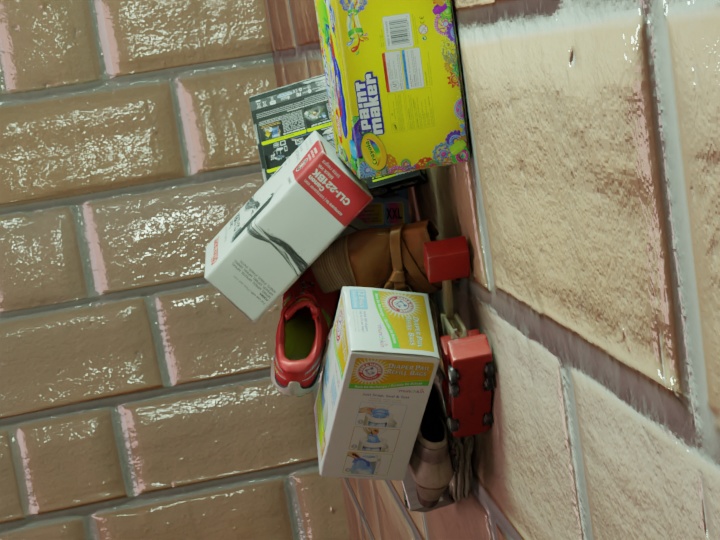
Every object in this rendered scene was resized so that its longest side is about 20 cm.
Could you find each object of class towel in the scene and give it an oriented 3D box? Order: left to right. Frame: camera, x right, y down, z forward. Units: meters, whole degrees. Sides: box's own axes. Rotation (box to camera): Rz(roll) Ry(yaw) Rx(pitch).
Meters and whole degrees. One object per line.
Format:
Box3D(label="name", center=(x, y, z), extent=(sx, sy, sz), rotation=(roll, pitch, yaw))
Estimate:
Box3D(label="towel", center=(0.110, 0.183, 1.702), extent=(0.133, 0.034, 0.201), rotation=(89, 170, -46))

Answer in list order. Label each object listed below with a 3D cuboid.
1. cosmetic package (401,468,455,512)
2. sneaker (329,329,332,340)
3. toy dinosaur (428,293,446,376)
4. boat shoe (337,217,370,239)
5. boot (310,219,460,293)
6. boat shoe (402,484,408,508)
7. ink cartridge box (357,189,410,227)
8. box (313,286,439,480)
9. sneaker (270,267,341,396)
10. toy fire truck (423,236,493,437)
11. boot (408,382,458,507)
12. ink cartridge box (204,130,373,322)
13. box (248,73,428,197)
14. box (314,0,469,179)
Box3D(label="cosmetic package", center=(0.087, 0.276, 1.769), extent=(0.200, 0.050, 0.083), rotation=(51, -159, -77))
Box3D(label="sneaker", center=(-0.008, 0.086, 1.720), extent=(0.078, 0.099, 0.201), rotation=(98, 163, -47))
Box3D(label="toy dinosaur", center=(0.090, 0.082, 1.620), extent=(0.101, 0.058, 0.201), rotation=(101, 158, -68))
Box3D(label="boat shoe", center=(0.000, 0.000, 1.658), extent=(0.200, 0.072, 0.066), rotation=(44, -142, -28))
Box3D(label="boot", center=(0.048, 0.027, 1.563), extent=(0.074, 0.154, 0.200), rotation=(-87, -28, -42))
Box3D(label="boat shoe", center=(0.070, 0.256, 1.981), extent=(0.074, 0.068, 0.201), rotation=(109, 151, -75))
Box3D(label="ink cartridge box", center=(-0.010, -0.141, 1.725), extent=(0.076, 0.135, 0.202), rotation=(108, 158, -76))
Box3D(label="box", center=(0.015, 0.129, 1.507), extent=(0.113, 0.101, 0.201), rotation=(-98, 17, -49))
Box3D(label="sneaker", center=(-0.061, 0.048, 1.562), extent=(0.085, 0.076, 0.201), rotation=(96, 179, -60))
Box3D(label="toy fire truck", center=(0.109, 0.076, 1.489), extent=(0.201, 0.048, 0.142), rotation=(85, 173, -48))
Box3D(label="boot", center=(0.072, 0.183, 1.606), extent=(0.147, 0.070, 0.201), rotation=(91, 164, -46))
Box3D(label="ink cartridge box", center=(-0.088, -0.053, 1.540), extent=(0.084, 0.200, 0.144), rotation=(41, -172, -15))
Box3D(label="box", center=(-0.029, -0.163, 1.652), extent=(0.044, 0.199, 0.161), rotation=(28, -132, -72))
Box3D(label="box", center=(0.029, -0.219, 1.425), extent=(0.193, 0.121, 0.201), rotation=(-123, 24, -75))
